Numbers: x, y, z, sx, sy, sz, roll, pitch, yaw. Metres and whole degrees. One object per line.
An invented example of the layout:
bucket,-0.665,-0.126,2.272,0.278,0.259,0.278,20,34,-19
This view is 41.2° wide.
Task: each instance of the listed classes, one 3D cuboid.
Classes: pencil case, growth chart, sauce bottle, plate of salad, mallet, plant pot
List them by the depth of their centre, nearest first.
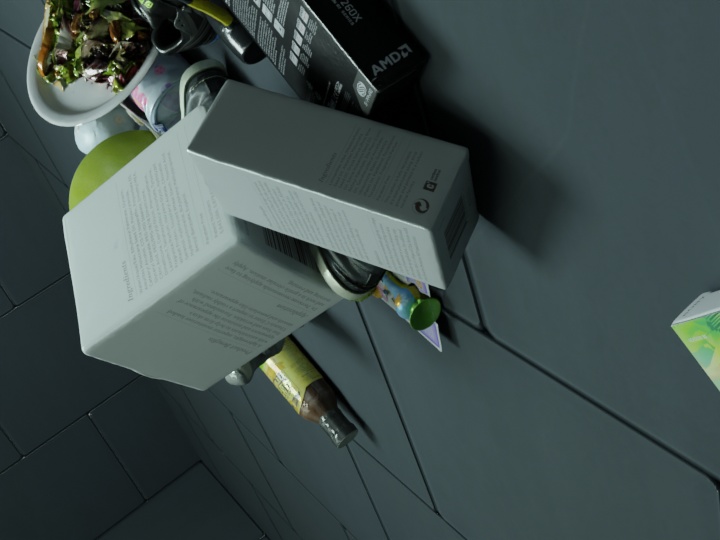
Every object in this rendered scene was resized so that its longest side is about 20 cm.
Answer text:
mallet,-0.143,-0.229,0.784,0.066,0.041,0.200,53,-163,25
plate of salad,-0.283,-0.246,1.001,0.200,0.200,0.048,40,-176,35
pencil case,-0.253,-0.240,1.099,0.200,0.083,0.091,46,173,23
growth chart,-0.275,-0.195,1.122,0.200,0.018,0.145,41,-177,-41
plant pot,-0.249,-0.071,1.195,0.200,0.187,0.188,26,146,59
sauce bottle,-0.081,0.174,1.408,0.200,0.065,0.065,47,159,22

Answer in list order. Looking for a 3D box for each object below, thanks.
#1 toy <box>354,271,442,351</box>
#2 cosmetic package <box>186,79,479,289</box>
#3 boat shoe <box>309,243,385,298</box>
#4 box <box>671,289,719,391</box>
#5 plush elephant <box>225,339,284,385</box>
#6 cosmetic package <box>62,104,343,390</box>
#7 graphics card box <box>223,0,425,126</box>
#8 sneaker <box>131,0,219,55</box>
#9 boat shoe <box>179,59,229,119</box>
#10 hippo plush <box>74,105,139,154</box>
toy,0.000,0.000,0.952,0.200,0.047,0.115,36,152,42
cosmetic package,-0.018,-0.065,0.719,0.199,0.071,0.102,19,160,19
boat shoe,-0.032,-0.074,0.857,0.066,0.074,0.200,-35,77,50
box,0.265,0.086,0.488,0.200,0.036,0.144,55,161,3
plush elephant,-0.148,0.029,1.216,0.164,0.200,0.156,20,120,38
cosmetic package,-0.152,-0.014,0.920,0.165,0.200,0.166,30,-146,-50
graphics card box,-0.041,-0.193,0.724,0.200,0.051,0.126,53,161,8
sneaker,-0.165,-0.260,0.856,0.071,0.083,0.200,49,160,15
boat shoe,-0.155,-0.138,1.051,0.066,0.074,0.200,58,155,28
hippo plush,-0.322,-0.172,1.351,0.200,0.158,0.161,-78,-10,-57
